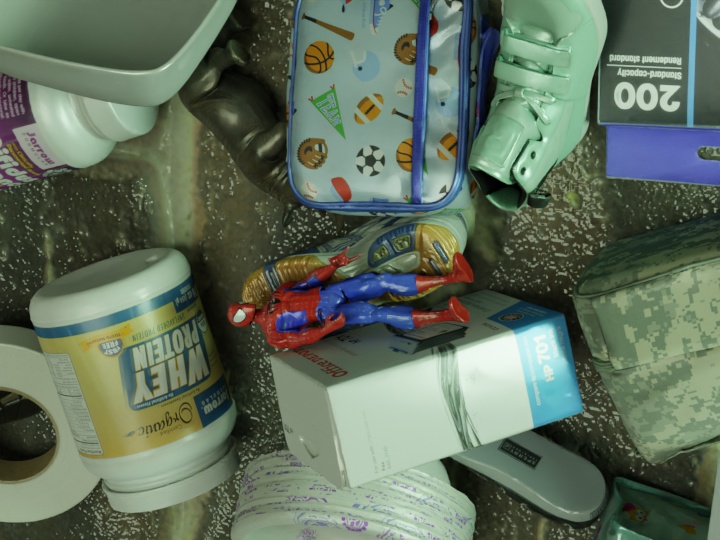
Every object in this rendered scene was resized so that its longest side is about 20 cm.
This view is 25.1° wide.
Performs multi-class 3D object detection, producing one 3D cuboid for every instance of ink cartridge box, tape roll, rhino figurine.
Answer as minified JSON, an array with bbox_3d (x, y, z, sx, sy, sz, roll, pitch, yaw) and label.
[{"bbox_3d":[0.048,0.088,1.256,0.200,0.146,0.086,-15,102,-19],"label":"ink cartridge box"},{"bbox_3d":[0.274,-0.151,1.192,0.198,0.043,0.200,5,111,20],"label":"ink cartridge box"},{"bbox_3d":[-0.330,0.144,1.508,0.202,0.037,0.203,1,118,1],"label":"tape roll"},{"bbox_3d":[-0.076,-0.111,1.338,0.087,0.060,0.200,-35,96,36],"label":"rhino figurine"}]

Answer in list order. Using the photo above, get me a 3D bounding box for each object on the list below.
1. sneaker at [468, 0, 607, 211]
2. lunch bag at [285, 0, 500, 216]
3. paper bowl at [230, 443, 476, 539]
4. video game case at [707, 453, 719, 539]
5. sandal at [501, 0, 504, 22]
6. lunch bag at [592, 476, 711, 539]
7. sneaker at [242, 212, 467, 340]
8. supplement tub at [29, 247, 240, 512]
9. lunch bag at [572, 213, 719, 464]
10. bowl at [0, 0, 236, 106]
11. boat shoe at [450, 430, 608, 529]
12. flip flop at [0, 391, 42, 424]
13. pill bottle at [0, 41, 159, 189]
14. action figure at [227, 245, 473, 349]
[{"bbox_3d":[0.122,-0.129,1.171,0.074,0.118,0.201,20,146,24],"label":"sneaker"},{"bbox_3d":[0.026,-0.141,1.251,0.160,0.076,0.200,2,88,23],"label":"lunch bag"},{"bbox_3d":[-0.003,0.200,1.364,0.200,0.105,0.201,10,154,5],"label":"paper bowl"},{"bbox_3d":[0.334,0.232,1.225,0.023,0.182,0.200,20,107,61],"label":"video game case"},{"bbox_3d":[0.144,-0.222,1.188,0.082,0.050,0.203,27,146,10],"label":"sandal"},{"bbox_3d":[0.274,0.285,1.306,0.200,0.122,0.171,19,108,3],"label":"lunch bag"},{"bbox_3d":[0.000,0.000,1.331,0.200,0.088,0.075,-15,107,24],"label":"sneaker"},{"bbox_3d":[-0.192,0.094,1.411,0.144,0.145,0.200,-11,104,25],"label":"supplement tub"},{"bbox_3d":[0.274,0.051,1.208,0.200,0.139,0.168,-16,101,27],"label":"lunch bag"},{"bbox_3d":[-0.195,-0.211,1.290,0.200,0.200,0.075,14,145,18],"label":"bowl"},{"bbox_3d":[0.116,0.152,1.352,0.200,0.069,0.057,34,158,21],"label":"boat shoe"},{"bbox_3d":[-0.379,0.115,1.548,0.200,0.058,0.081,-16,116,10],"label":"flip flop"},{"bbox_3d":[-0.277,-0.134,1.382,0.200,0.112,0.112,-12,104,26],"label":"pill bottle"},{"bbox_3d":[-0.014,0.024,1.261,0.200,0.066,0.052,-10,148,25],"label":"action figure"}]
